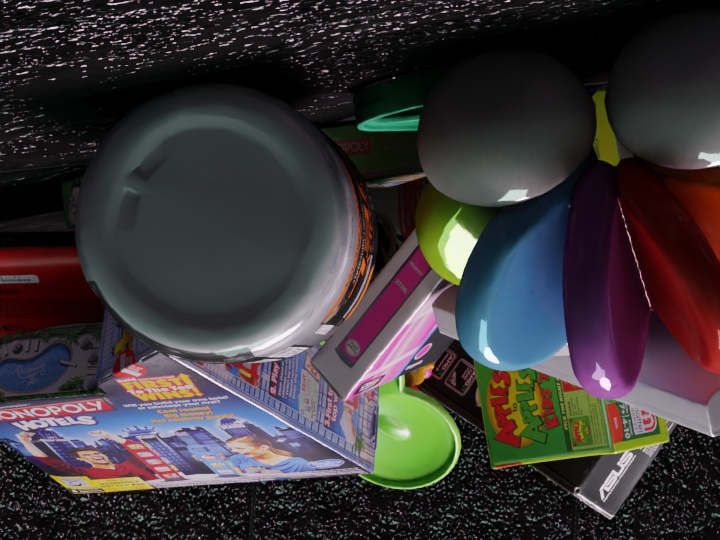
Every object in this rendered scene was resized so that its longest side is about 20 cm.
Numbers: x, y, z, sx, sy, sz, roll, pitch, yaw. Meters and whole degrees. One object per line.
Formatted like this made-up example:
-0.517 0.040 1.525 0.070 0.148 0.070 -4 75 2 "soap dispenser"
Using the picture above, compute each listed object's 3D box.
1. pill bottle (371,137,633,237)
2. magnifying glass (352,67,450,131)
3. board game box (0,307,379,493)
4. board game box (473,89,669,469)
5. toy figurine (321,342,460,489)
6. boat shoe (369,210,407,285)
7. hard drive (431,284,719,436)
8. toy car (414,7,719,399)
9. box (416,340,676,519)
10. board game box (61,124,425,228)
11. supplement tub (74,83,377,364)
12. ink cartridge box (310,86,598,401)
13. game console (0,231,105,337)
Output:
0.113 -0.035 1.542 0.200 0.113 0.112 -11 177 24 "pill bottle"
0.044 -0.083 1.282 0.079 0.022 0.200 -11 175 8 "magnifying glass"
-0.116 0.060 1.421 0.200 0.062 0.200 -5 153 19 "board game box"
0.107 0.006 1.424 0.048 0.201 0.101 -8 177 -40 "board game box"
-0.009 0.021 1.630 0.150 0.200 0.184 -50 -166 37 "toy figurine"
0.000 0.000 1.425 0.200 0.075 0.093 7 164 -38 "boat shoe"
0.149 0.017 1.273 0.132 0.027 0.200 -32 -149 -28 "hard drive"
0.123 -0.012 1.148 0.200 0.150 0.175 -10 140 12 "toy car"
0.148 0.032 1.596 0.047 0.200 0.193 36 179 -35 "box"
-0.047 -0.055 1.403 0.200 0.029 0.134 -8 176 -37 "board game box"
-0.056 -0.018 1.166 0.122 0.123 0.200 -10 178 4 "supplement tub"
0.057 -0.013 1.351 0.095 0.037 0.200 -20 152 -51 "ink cartridge box"
-0.200 -0.013 1.485 0.199 0.119 0.172 -1 149 3 "game console"
